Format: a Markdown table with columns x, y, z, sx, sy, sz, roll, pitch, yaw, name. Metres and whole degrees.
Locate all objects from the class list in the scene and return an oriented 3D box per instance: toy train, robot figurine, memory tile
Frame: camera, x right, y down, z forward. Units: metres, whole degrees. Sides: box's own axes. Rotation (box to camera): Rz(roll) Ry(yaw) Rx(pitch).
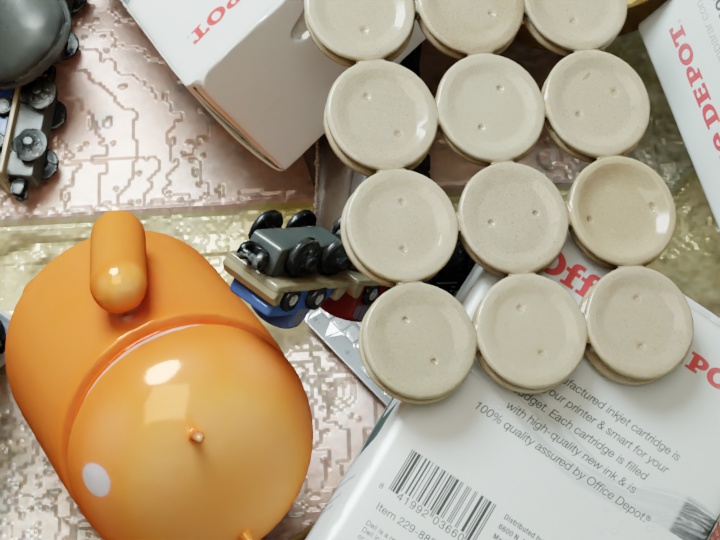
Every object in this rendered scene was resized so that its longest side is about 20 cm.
| x | y | z | sx | sy | sz | roll | pitch | yaw | name |
| --- | --- | --- | --- | --- | --- | --- | --- | --- | --- |
| 0.000 | 0.000 | 0.976 | 0.034 | 0.199 | 0.046 | 35 | 107 | 25 | toy train |
| -0.093 | 0.055 | 0.971 | 0.116 | 0.200 | 0.145 | 11 | 109 | -31 | robot figurine |
| 0.060 | -0.044 | 0.928 | 0.152 | 0.017 | 0.202 | -5 | 74 | -15 | memory tile |
| -0.169 | -0.131 | 1.115 | 0.045 | 0.034 | 0.202 | 3 | 70 | 8 | toy train |

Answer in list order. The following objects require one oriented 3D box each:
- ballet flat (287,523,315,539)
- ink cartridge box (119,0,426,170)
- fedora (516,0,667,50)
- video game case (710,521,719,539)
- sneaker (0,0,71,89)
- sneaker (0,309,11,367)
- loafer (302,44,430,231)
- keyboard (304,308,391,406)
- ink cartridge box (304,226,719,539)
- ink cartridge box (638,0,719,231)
| x | y | z | sx | sy | sz | roll | pitch | yaw | name |
| --- | --- | --- | --- | --- | --- | --- | --- | --- | --- |
| -0.071 | 0.174 | 0.981 | 0.199 | 0.063 | 0.069 | -37 | 74 | -10 | ballet flat |
| -0.049 | -0.164 | 1.038 | 0.146 | 0.083 | 0.200 | -42 | 46 | 5 | ink cartridge box |
| 0.117 | -0.172 | 1.074 | 0.199 | 0.082 | 0.202 | -8 | 48 | 9 | fedora |
| 0.150 | 0.108 | 1.009 | 0.198 | 0.017 | 0.144 | -9 | 68 | -3 | video game case |
| -0.232 | -0.163 | 1.086 | 0.199 | 0.089 | 0.074 | 36 | 85 | 24 | sneaker |
| -0.216 | -0.020 | 1.057 | 0.107 | 0.070 | 0.202 | 6 | 77 | 11 | sneaker |
| -0.008 | -0.087 | 1.078 | 0.070 | 0.073 | 0.202 | -6 | 66 | 22 | loafer |
| 0.059 | 0.074 | 1.038 | 0.056 | 0.011 | 0.200 | -41 | 73 | -11 | keyboard |
| 0.076 | 0.096 | 0.947 | 0.145 | 0.084 | 0.201 | 34 | 71 | -1 | ink cartridge box |
| 0.256 | -0.097 | 0.970 | 0.144 | 0.200 | 0.146 | 1 | 61 | -41 | ink cartridge box |
